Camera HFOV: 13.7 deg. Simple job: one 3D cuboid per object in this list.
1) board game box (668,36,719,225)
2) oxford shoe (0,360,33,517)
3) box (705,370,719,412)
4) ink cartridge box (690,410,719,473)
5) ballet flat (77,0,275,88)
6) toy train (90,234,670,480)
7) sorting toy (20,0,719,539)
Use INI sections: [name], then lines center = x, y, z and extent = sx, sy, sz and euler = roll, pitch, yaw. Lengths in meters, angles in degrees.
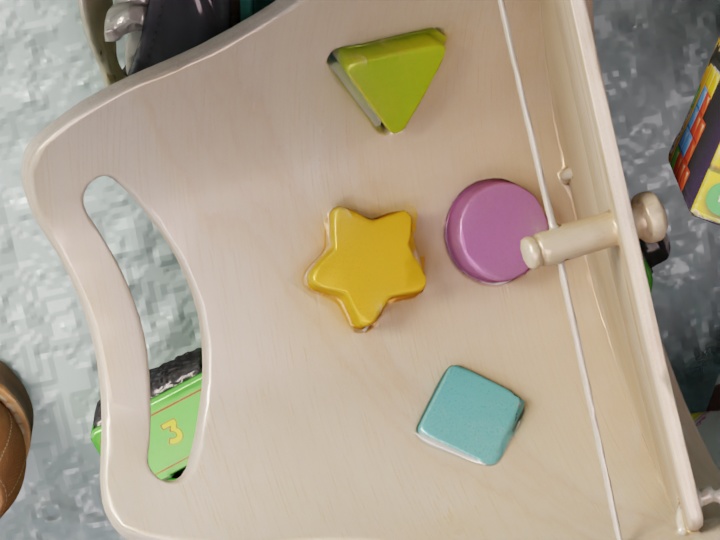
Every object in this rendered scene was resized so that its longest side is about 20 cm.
[board game box]
center = 0.211, -0.065, 0.852
extent = 0.199, 0.057, 0.166
euler = 18, 109, -8
[oxford shoe]
center = -0.198, 0.091, 0.955
extent = 0.199, 0.071, 0.071
euler = -28, 115, 7
[box]
center = 0.221, 0.063, 0.967
extent = 0.200, 0.100, 0.075
euler = 31, 64, -20
[ink cartridge box]
center = 0.119, 0.140, 0.923
extent = 0.145, 0.200, 0.145
euler = 51, 56, -22
[ballet flat]
center = -0.051, -0.117, 0.883
extent = 0.073, 0.073, 0.201
euler = 3, 120, -8
[toy train]
center = 0.004, 0.023, 0.966
extent = 0.199, 0.042, 0.057
euler = -28, 103, 6
[sorting toy]
center = 0.000, 0.000, 0.876
extent = 0.179, 0.107, 0.201
euler = -14, 95, -7
